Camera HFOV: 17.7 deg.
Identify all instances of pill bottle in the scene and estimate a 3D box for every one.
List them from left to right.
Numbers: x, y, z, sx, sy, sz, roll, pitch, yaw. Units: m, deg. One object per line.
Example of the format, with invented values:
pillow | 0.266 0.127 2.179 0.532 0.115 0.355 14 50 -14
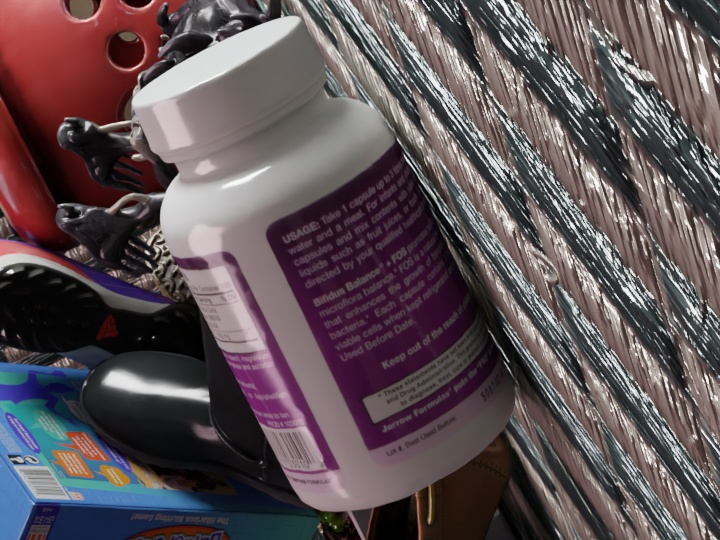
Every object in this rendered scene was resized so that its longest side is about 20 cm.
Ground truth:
pill bottle | -0.019 -0.005 1.014 0.201 0.112 0.112 64 174 -15

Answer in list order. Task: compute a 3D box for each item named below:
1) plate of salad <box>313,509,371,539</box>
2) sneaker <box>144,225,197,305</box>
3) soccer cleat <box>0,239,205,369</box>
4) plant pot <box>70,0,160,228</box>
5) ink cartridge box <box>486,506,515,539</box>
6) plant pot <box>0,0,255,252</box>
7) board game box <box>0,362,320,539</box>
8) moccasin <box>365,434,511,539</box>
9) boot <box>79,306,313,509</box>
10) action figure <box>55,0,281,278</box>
plate of salad | 0.013 0.208 1.360 0.200 0.048 0.201 90 154 -81
sneaker | -0.075 0.064 1.495 0.201 0.067 0.090 64 -178 26
soccer cleat | -0.149 0.028 1.352 0.200 0.068 0.073 23 -167 -37
plant pot | -0.166 -0.130 1.545 0.174 0.200 0.200 44 173 4
ink cartridge box | 0.064 0.186 1.405 0.201 0.067 0.116 65 175 -20
plant pot | -0.152 -0.121 1.349 0.201 0.182 0.200 60 172 14
board game box | -0.143 0.113 1.335 0.199 0.045 0.152 8 -155 -39
moccasin | 0.019 0.168 1.202 0.074 0.077 0.202 50 132 42
boot | -0.076 0.047 1.222 0.200 0.164 0.066 93 -166 -64
action figure | -0.076 -0.082 1.191 0.200 0.102 0.119 -37 50 43
